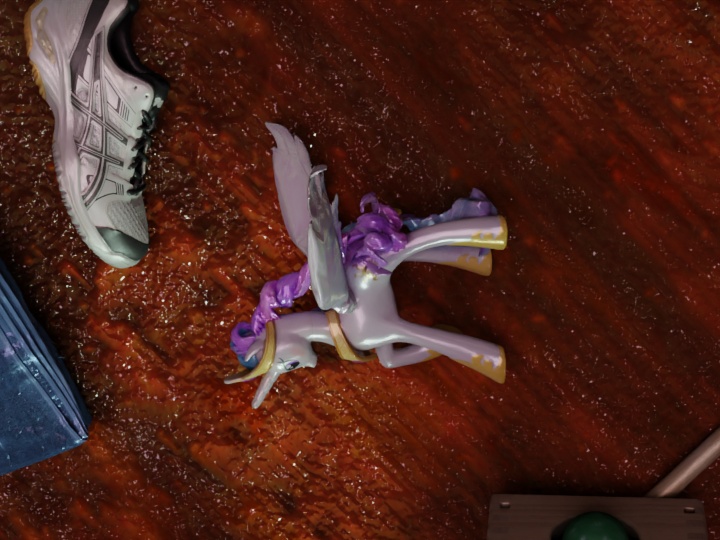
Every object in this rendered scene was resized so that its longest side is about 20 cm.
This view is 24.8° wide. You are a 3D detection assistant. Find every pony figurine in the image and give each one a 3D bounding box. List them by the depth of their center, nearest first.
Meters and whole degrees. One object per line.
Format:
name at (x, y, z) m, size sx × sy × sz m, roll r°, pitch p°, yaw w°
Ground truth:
pony figurine at (0.000, 0.000, 1.145) m, size 0.198 × 0.167 × 0.195 m, roll -4°, pitch 110°, yaw -8°

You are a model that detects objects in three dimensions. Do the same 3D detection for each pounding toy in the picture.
pounding toy at (0.183, 0.227, 1.183) m, size 0.182 × 0.142 × 0.202 m, roll 0°, pitch 113°, yaw 7°

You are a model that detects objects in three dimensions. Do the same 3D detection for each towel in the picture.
towel at (-0.285, 0.061, 1.201) m, size 0.111 × 0.049 × 0.201 m, roll -21°, pitch 118°, yaw 11°

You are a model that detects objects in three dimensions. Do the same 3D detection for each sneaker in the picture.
sneaker at (-0.174, -0.102, 1.167) m, size 0.087 × 0.076 × 0.202 m, roll -12°, pitch 101°, yaw 10°
